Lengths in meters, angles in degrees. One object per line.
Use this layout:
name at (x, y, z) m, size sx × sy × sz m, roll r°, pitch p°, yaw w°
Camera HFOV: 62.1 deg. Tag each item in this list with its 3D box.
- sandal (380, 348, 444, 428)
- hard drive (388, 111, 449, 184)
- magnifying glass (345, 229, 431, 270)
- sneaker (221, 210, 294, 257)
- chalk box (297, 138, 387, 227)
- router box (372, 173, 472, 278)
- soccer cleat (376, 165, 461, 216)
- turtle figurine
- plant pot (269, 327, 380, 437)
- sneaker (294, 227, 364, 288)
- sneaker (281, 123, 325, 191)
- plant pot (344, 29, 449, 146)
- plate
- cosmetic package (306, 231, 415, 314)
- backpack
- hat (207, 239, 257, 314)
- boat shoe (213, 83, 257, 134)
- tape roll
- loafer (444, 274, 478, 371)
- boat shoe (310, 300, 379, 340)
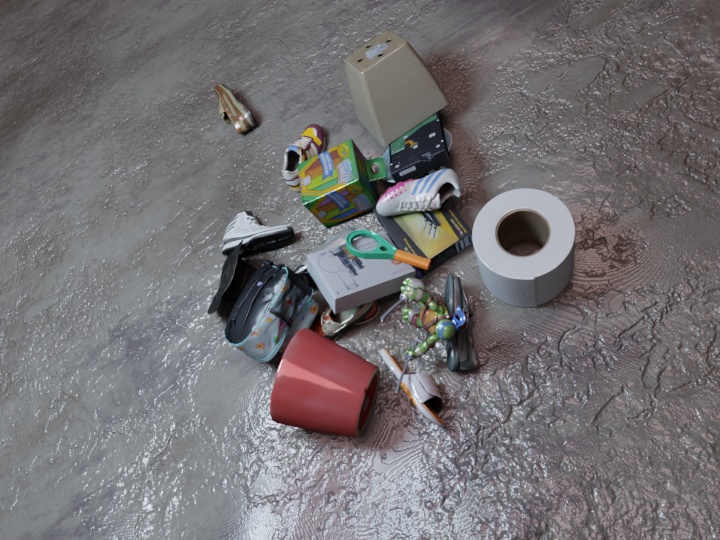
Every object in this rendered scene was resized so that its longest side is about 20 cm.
sandal at (0.113, 0.221, 1.206) m, size 0.059 × 0.079 × 0.207 m, roll -40°, pitch 57°, yaw 3°
hard drive at (0.135, -0.293, 1.415) m, size 0.138 × 0.038 × 0.202 m, roll -22°, pitch 37°, yaw 17°
magnifying glass at (0.059, -0.043, 1.312) m, size 0.197 × 0.023 × 0.080 m, roll 20°, pitch 45°, yaw 16°
sneaker at (-0.260, -0.110, 1.505) m, size 0.197 × 0.076 × 0.118 m, roll -13°, pitch 63°, yaw 15°
chalk box at (-0.034, -0.215, 1.434) m, size 0.197 × 0.124 × 0.127 m, roll -23°, pitch 58°, yaw 17°
router box at (0.142, -0.104, 1.375) m, size 0.156 × 0.052 × 0.201 m, roll -33°, pitch 59°, yaw 1°
soccer cleat at (0.131, -0.163, 1.333) m, size 0.197 × 0.070 × 0.087 m, roll -25°, pitch 53°, yaw 5°
turtle figurine at (0.099, 0.096, 1.195) m, size 0.199 × 0.145 × 0.194 m, roll -36°, pitch 17°, yaw 3°
plant pot at (-0.063, 0.238, 1.207) m, size 0.174 × 0.201 × 0.204 m, roll 17°, pitch 70°, yaw 14°
sneaker at (-0.079, -0.029, 1.411) m, size 0.198 × 0.074 × 0.080 m, roll -32°, pitch 49°, yaw -6°
sneaker at (-0.149, -0.311, 1.557) m, size 0.073 × 0.090 × 0.204 m, roll 5°, pitch 67°, yaw 21°
plant pot at (0.069, -0.465, 1.475) m, size 0.198 × 0.178 × 0.201 m, roll -32°, pitch 37°, yaw 1°
plate at (0.133, -0.275, 1.452) m, size 0.197 × 0.026 × 0.202 m, roll -21°, pitch 40°, yaw 18°
cosmetic package at (0.000, 0.000, 1.316) m, size 0.197 × 0.052 × 0.151 m, roll -19°, pitch 49°, yaw -22°
backpack at (-0.200, 0.101, 1.319) m, size 0.201 × 0.153 × 0.175 m, roll -53°, pitch 30°, yaw -16°
hat at (-0.290, 0.027, 1.424) m, size 0.080 × 0.200 × 0.204 m, roll 22°, pitch 67°, yaw -18°
boat shoe at (-0.376, -0.465, 1.725) m, size 0.074 × 0.076 × 0.200 m, roll -41°, pitch 58°, yaw -1°
tape roll at (0.336, -0.045, 1.227) m, size 0.198 × 0.140 × 0.207 m, roll -8°, pitch 63°, yaw 15°
loafer at (0.210, 0.109, 1.246) m, size 0.061 × 0.072 × 0.204 m, roll 2°, pitch 71°, yaw -2°
boat shoe at (-0.053, 0.108, 1.332) m, size 0.197 × 0.063 × 0.072 m, roll -25°, pitch 61°, yaw 8°
